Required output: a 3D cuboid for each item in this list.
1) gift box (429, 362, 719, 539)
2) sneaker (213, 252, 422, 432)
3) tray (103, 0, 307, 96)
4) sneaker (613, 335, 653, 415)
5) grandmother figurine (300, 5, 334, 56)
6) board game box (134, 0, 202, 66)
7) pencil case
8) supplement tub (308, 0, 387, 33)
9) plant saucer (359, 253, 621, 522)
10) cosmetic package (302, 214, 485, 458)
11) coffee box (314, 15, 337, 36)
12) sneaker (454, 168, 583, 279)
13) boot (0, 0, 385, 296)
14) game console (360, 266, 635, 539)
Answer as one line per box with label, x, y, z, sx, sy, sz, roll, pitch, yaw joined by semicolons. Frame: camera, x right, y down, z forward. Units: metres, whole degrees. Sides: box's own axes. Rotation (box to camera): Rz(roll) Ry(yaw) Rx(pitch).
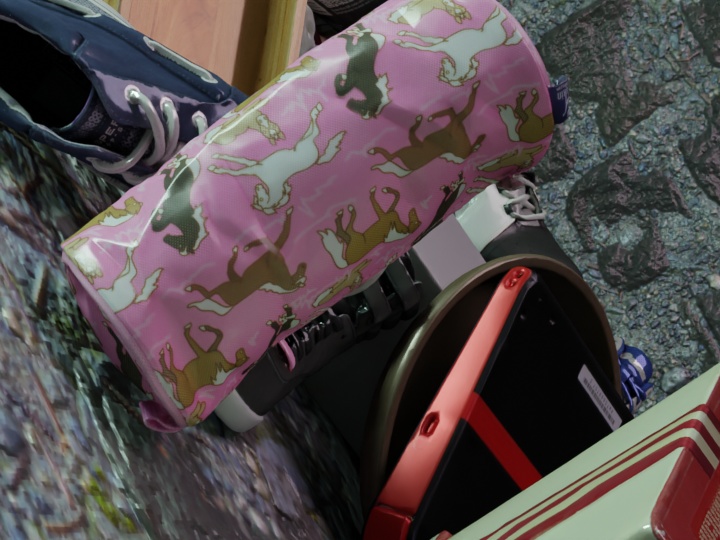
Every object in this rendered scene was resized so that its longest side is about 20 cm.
gift box;0.085;0.161;0.517;0.185;0.186;0.200;56;23;6
sneaker;-0.026;0.014;0.745;0.071;0.099;0.200;59;9;0
tray;-0.073;-0.147;0.773;0.098;0.037;0.202;17;72;-33
sneaker;0.140;0.072;1.000;0.076;0.088;0.200;59;2;-4
grandmother figurine;-0.044;-0.129;0.939;0.121;0.061;0.200;30;7;4
board game box;-0.135;-0.155;0.867;0.148;0.064;0.200;55;9;-17
pencil case;-0.018;-0.027;0.607;0.087;0.199;0.083;50;-12;16
supplement tub;-0.008;-0.212;1.012;0.200;0.107;0.107;31;26;-52
plant saucer;0.067;0.090;0.832;0.029;0.201;0.200;11;-30;44
cosmetic package;0.000;0.000;0.884;0.201;0.107;0.085;53;25;-22
coffee box;-0.090;-0.192;1.109;0.200;0.114;0.080;47;12;-48
sneaker;0.070;-0.063;0.966;0.200;0.089;0.074;44;18;24
boot;-0.079;-0.048;0.657;0.199;0.073;0.090;32;14;3
game console;0.084;0.124;0.821;0.031;0.178;0.200;6;-34;39
